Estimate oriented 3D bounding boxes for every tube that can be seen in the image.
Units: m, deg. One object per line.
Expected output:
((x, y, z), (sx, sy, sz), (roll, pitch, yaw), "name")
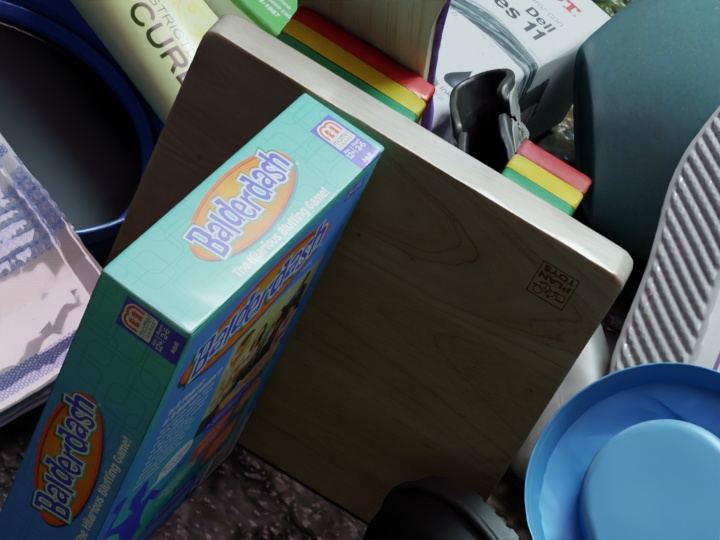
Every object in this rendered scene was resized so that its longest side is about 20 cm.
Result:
((-0.092, -0.113, 1.227), (0.058, 0.052, 0.200), (-38, 74, 0), "tube")

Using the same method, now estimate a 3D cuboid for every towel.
((-0.206, -0.010, 1.098), (0.147, 0.024, 0.200), (-32, 73, -23), "towel")

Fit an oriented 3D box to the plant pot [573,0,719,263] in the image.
((0.182, -0.074, 1.304), (0.134, 0.200, 0.200), (-3, 46, -1), "plant pot")

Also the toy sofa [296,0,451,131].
((0.008, -0.119, 1.122), (0.097, 0.200, 0.083), (25, 60, 13), "toy sofa")

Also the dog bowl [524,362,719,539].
((0.136, 0.137, 1.016), (0.111, 0.050, 0.200), (-18, 66, 7), "dog bowl")

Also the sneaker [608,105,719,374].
((0.196, 0.002, 1.193), (0.114, 0.073, 0.201), (33, 79, -34), "sneaker")

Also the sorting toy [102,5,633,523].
((0.000, 0.000, 1.106), (0.200, 0.199, 0.070), (31, 42, 3), "sorting toy")

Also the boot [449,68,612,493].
((0.074, 0.005, 1.188), (0.068, 0.131, 0.200), (-17, 41, 9), "boot")

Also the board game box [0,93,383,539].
((-0.076, 0.041, 1.026), (0.045, 0.200, 0.152), (36, 41, 9), "board game box")

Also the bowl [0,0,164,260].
((-0.182, -0.079, 1.209), (0.200, 0.039, 0.201), (15, 43, -15), "bowl")

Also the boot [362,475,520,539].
((0.012, 0.182, 1.023), (0.157, 0.080, 0.211), (-6, 52, -32), "boot")

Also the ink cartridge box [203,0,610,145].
((0.016, -0.117, 1.318), (0.147, 0.083, 0.200), (43, 43, 15), "ink cartridge box")
